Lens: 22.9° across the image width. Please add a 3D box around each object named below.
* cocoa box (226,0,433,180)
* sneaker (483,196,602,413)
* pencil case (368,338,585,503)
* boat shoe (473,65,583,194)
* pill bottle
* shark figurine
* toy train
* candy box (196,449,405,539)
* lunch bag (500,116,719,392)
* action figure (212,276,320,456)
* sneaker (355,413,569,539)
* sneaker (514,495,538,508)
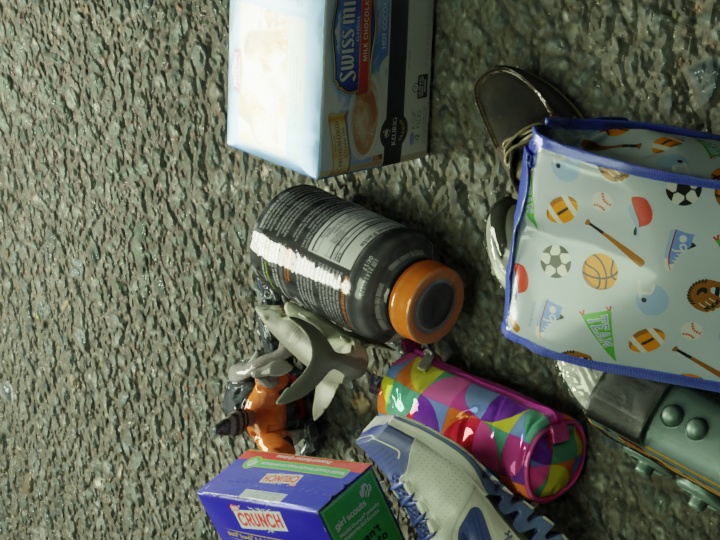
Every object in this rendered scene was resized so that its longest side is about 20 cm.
[{"bbox_3d":[-0.027,-0.196,1.547,0.133,0.131,0.200,23,118,43],"label":"cocoa box"},{"bbox_3d":[0.174,0.019,1.438,0.079,0.074,0.200,-44,74,36],"label":"sneaker"},{"bbox_3d":[0.100,0.130,1.541,0.200,0.088,0.089,25,119,41],"label":"pencil case"},{"bbox_3d":[0.151,-0.088,1.402,0.074,0.073,0.200,-40,66,14],"label":"boat shoe"},{"bbox_3d":[0.000,0.000,1.596,0.200,0.106,0.106,26,120,42],"label":"pill bottle"},{"bbox_3d":[-0.030,0.091,1.564,0.214,0.128,0.090,-139,72,-78],"label":"shark figurine"},{"bbox_3d":[0.258,0.131,1.316,0.200,0.114,0.085,30,85,35],"label":"toy train"},{"bbox_3d":[-0.032,0.263,1.580,0.169,0.077,0.200,2,124,47],"label":"candy box"},{"bbox_3d":[0.208,-0.016,1.286,0.200,0.124,0.170,7,113,4],"label":"lunch bag"},{"bbox_3d":[-0.102,0.107,1.722,0.193,0.104,0.200,-146,41,-80],"label":"action figure"},{"bbox_3d":[0.070,0.214,1.473,0.199,0.115,0.081,38,166,-5],"label":"sneaker"},{"bbox_3d":[0.103,0.244,1.597,0.200,0.072,0.072,-50,37,31],"label":"sneaker"}]
